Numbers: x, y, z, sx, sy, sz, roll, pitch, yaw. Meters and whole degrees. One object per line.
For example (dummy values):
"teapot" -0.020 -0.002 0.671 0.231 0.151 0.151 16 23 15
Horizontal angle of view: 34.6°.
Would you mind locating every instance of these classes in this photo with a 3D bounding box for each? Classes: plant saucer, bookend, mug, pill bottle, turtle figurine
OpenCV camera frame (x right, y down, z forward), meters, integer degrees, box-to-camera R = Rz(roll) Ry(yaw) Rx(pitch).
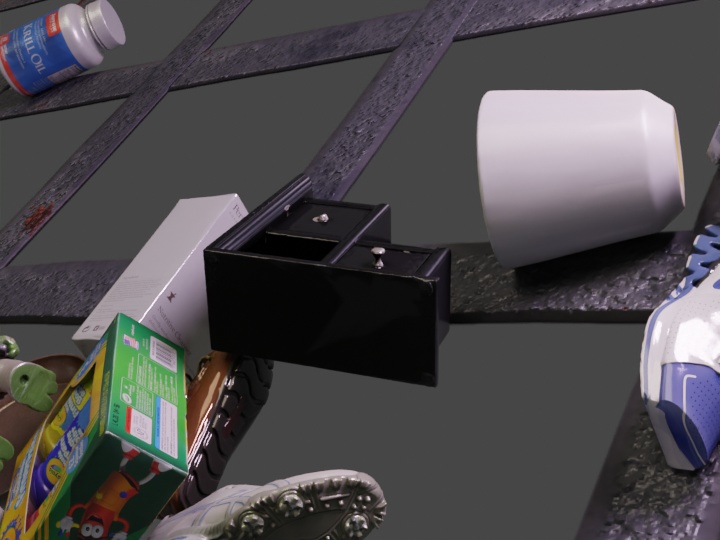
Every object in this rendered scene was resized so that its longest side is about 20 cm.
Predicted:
"plant saucer" -0.334 0.162 1.113 0.199 0.035 0.201 -20 32 13
"bookend" 0.000 0.000 0.987 0.198 0.093 0.199 8 25 20
"mug" 0.189 -0.097 0.970 0.152 0.150 0.187 -6 44 19
"pill bottle" -0.502 -0.379 1.944 0.199 0.113 0.113 -23 32 11
"turtle figurine" -0.347 0.124 1.031 0.193 0.202 0.143 13 27 41

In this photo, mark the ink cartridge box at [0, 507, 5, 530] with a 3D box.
"ink cartridge box" -0.385 0.217 0.913 0.146 0.201 0.145 -1 40 38

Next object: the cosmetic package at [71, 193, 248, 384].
"cosmetic package" -0.166 0.033 1.091 0.081 0.113 0.201 -2 42 37

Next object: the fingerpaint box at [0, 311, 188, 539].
"fingerpaint box" -0.210 0.151 0.907 0.167 0.073 0.200 -53 21 14

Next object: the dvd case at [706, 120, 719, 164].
"dvd case" 0.340 -0.148 0.895 0.142 0.018 0.200 -34 -12 6

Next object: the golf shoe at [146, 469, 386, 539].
"golf shoe" -0.077 0.179 0.850 0.199 0.079 0.097 -22 26 10

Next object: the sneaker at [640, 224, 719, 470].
"sneaker" 0.266 0.037 0.769 0.115 0.081 0.200 -3 38 39

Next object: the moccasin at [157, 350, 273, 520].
"moccasin" -0.132 0.122 0.981 0.077 0.074 0.202 1 52 27
